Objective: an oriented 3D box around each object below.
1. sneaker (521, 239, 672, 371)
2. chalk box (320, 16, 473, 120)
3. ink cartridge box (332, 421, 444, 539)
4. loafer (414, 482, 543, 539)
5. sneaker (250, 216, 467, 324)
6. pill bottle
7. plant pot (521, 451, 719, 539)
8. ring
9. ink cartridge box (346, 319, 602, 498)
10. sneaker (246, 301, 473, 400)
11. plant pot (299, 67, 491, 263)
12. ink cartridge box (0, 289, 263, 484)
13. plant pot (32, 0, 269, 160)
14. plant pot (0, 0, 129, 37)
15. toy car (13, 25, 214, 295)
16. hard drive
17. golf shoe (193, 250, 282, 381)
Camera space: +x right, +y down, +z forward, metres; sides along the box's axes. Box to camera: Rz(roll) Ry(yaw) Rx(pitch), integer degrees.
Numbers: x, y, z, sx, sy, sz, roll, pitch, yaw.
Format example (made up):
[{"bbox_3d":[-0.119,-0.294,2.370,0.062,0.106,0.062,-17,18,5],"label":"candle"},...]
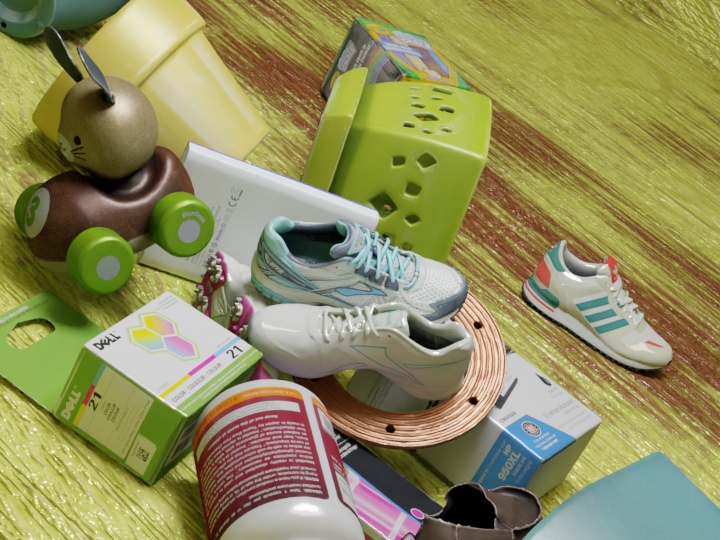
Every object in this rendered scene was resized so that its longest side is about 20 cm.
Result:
[{"bbox_3d":[0.295,0.039,1.741,0.199,0.094,0.070,32,25,8],"label":"sneaker"},{"bbox_3d":[0.038,-0.257,1.996,0.123,0.125,0.200,9,33,-35],"label":"chalk box"},{"bbox_3d":[-0.023,0.174,1.234,0.200,0.037,0.095,34,25,16],"label":"ink cartridge box"},{"bbox_3d":[0.104,0.210,1.205,0.073,0.071,0.200,10,12,24],"label":"loafer"},{"bbox_3d":[0.000,0.000,1.310,0.199,0.086,0.078,9,53,-1],"label":"sneaker"},{"bbox_3d":[-0.059,0.183,1.084,0.113,0.113,0.200,16,29,-24],"label":"pill bottle"},{"bbox_3d":[0.199,0.263,1.185,0.199,0.142,0.141,-10,44,-41],"label":"plant pot"},{"bbox_3d":[0.033,0.077,1.322,0.199,0.019,0.201,4,52,-6],"label":"ring"},{"bbox_3d":[0.107,0.129,1.391,0.200,0.084,0.144,38,27,20],"label":"ink cartridge box"},{"bbox_3d":[0.003,0.054,1.261,0.199,0.080,0.071,10,54,-10],"label":"sneaker"},{"bbox_3d":[0.028,-0.106,1.630,0.181,0.201,0.199,19,26,-3],"label":"plant pot"},{"bbox_3d":[-0.204,0.066,1.200,0.200,0.076,0.148,34,26,8],"label":"ink cartridge box"},{"bbox_3d":[-0.204,-0.164,1.515,0.189,0.201,0.201,43,24,-7],"label":"plant pot"},{"bbox_3d":[-0.364,-0.371,1.741,0.200,0.200,0.188,32,41,7],"label":"plant pot"},{"bbox_3d":[-0.236,-0.109,1.281,0.157,0.201,0.164,-26,32,-22],"label":"toy car"},{"bbox_3d":[-0.099,-0.034,1.427,0.199,0.132,0.025,19,26,-19],"label":"hard drive"},{"bbox_3d":[-0.092,0.055,1.342,0.091,0.075,0.200,19,28,-28],"label":"golf shoe"}]
